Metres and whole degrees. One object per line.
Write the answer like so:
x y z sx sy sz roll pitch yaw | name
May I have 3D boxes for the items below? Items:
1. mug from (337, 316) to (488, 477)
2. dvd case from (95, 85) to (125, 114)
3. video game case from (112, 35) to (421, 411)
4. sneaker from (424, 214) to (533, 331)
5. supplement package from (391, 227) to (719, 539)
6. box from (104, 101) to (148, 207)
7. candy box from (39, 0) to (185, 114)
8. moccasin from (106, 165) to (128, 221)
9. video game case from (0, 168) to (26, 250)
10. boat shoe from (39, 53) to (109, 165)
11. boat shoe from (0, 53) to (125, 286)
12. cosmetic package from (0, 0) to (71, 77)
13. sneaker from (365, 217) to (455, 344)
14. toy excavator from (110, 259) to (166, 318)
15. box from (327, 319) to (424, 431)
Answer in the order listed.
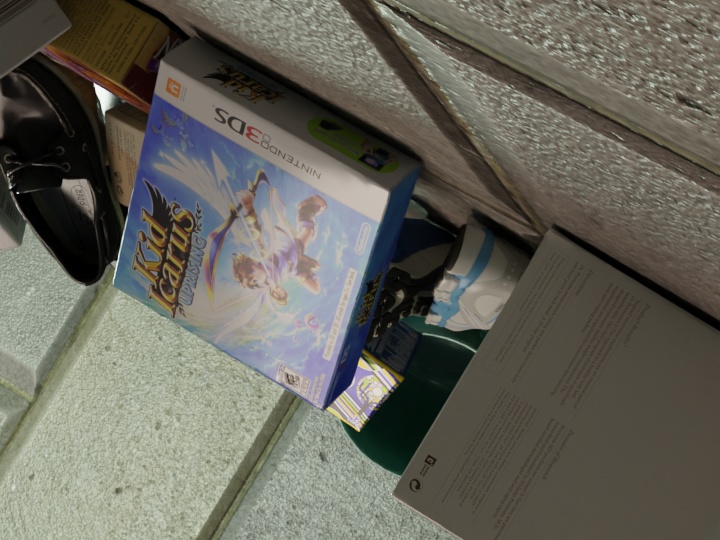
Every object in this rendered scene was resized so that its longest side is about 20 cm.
0.080 0.079 1.679 0.184 0.115 0.152 -7 119 20 | mug
-0.222 -0.151 1.711 0.200 0.018 0.143 27 146 47 | dvd case
-0.068 -0.028 1.384 0.181 0.200 0.045 30 -140 16 | video game case
0.098 0.018 1.480 0.086 0.075 0.200 25 176 3 | sneaker
0.153 0.111 1.298 0.200 0.192 0.147 31 177 5 | supplement package
-0.090 -0.067 1.505 0.200 0.095 0.078 29 132 43 | box
-0.200 -0.172 1.457 0.200 0.057 0.117 31 178 28 | candy box
-0.151 -0.047 1.637 0.199 0.081 0.068 -10 -156 2 | moccasin
-0.307 -0.145 1.609 0.024 0.183 0.200 -12 140 23 | video game case
-0.243 -0.134 1.635 0.069 0.071 0.200 59 175 27 | boat shoe
-0.230 -0.071 1.537 0.074 0.066 0.200 -6 129 11 | boat shoe
-0.288 -0.161 1.407 0.102 0.071 0.200 54 147 -9 | cosmetic package
0.000 0.000 1.556 0.089 0.079 0.200 38 -151 31 | sneaker
-0.128 -0.025 1.804 0.200 0.100 0.195 15 156 38 | toy excavator
-0.056 0.030 1.582 0.200 0.070 0.064 36 -146 -5 | box
